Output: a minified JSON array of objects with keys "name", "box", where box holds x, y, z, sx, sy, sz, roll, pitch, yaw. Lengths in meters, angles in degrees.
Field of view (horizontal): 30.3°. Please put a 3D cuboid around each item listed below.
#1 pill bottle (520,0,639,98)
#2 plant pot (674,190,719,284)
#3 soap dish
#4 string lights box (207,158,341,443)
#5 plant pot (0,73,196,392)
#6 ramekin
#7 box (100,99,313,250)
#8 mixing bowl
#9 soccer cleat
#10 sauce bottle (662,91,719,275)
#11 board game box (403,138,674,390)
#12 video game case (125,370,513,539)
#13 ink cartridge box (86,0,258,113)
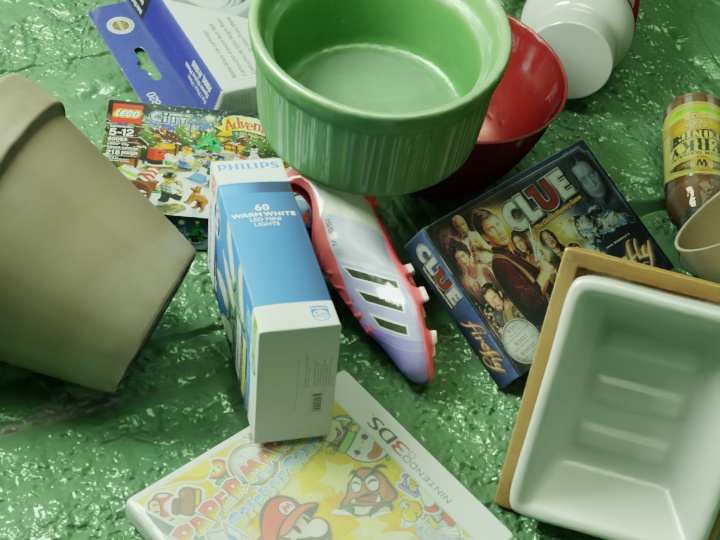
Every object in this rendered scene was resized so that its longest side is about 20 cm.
[{"name":"pill bottle","box":[0.219,-0.262,1.313,0.111,0.113,0.201,16,45,4]},{"name":"plant pot","box":[0.347,-0.015,0.957,0.200,0.200,0.135,-38,96,-38]},{"name":"soap dish","box":[0.191,0.088,0.913,0.156,0.202,0.081,14,23,4]},{"name":"string lights box","box":[-0.066,0.016,0.965,0.058,0.104,0.201,-5,39,-15]},{"name":"plant pot","box":[-0.217,-0.007,0.934,0.173,0.200,0.201,31,45,-5]},{"name":"ramekin","box":[0.011,-0.152,1.018,0.198,0.098,0.202,4,50,-5]},{"name":"box","box":[-0.119,-0.077,1.109,0.198,0.038,0.137,5,46,-8]},{"name":"mixing bowl","box":[0.073,-0.138,1.161,0.198,0.109,0.201,6,46,-6]},{"name":"soccer cleat","box":[0.000,0.000,1.024,0.076,0.067,0.202,-20,74,-5]},{"name":"sauce bottle","box":[0.303,-0.078,1.184,0.064,0.065,0.201,11,44,-1]},{"name":"board game box","box":[0.147,-0.010,1.070,0.199,0.035,0.136,-30,81,-34]},{"name":"video game case","box":[-0.026,0.172,0.895,0.199,0.023,0.182,-29,57,-33]},{"name":"ink cartridge box","box":[-0.131,-0.220,1.246,0.198,0.041,0.200,-17,51,-26]}]
